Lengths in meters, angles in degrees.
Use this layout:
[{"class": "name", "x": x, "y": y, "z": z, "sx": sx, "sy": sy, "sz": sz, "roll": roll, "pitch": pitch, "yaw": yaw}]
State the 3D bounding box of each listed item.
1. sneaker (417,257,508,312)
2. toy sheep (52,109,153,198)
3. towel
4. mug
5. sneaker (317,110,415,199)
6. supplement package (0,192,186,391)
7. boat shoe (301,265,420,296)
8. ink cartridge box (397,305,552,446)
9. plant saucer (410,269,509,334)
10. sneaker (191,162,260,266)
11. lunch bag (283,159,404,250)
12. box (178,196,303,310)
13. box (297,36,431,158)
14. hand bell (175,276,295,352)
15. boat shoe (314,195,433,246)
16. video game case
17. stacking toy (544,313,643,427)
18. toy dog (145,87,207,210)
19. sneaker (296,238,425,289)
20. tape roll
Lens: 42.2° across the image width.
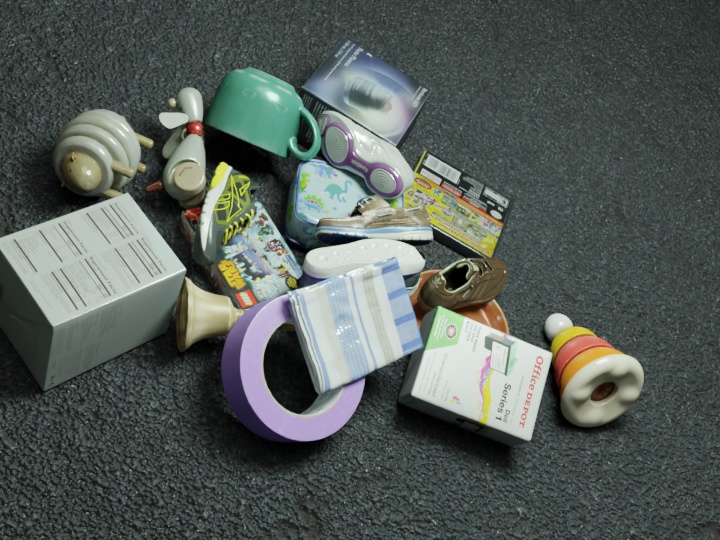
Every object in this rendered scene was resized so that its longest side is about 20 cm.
[{"class": "sneaker", "x": 0.183, "y": 0.014, "z": 1.534, "sx": 0.198, "sy": 0.076, "sz": 0.071, "roll": -23, "pitch": 65, "yaw": -36}, {"class": "toy sheep", "x": -0.396, "y": -0.180, "z": 1.424, "sx": 0.136, "sy": 0.139, "sz": 0.201, "roll": 23, "pitch": 32, "yaw": -7}, {"class": "towel", "x": -0.003, "y": 0.073, "z": 1.312, "sx": 0.198, "sy": 0.024, "sz": 0.149, "roll": -19, "pitch": 94, "yaw": -35}, {"class": "mug", "x": -0.157, "y": -0.264, "z": 1.566, "sx": 0.183, "sy": 0.116, "sz": 0.152, "roll": 21, "pitch": 4, "yaw": -22}, {"class": "sneaker", "x": 0.009, "y": -0.196, "z": 1.579, "sx": 0.200, "sy": 0.075, "sz": 0.099, "roll": 43, "pitch": 31, "yaw": 10}, {"class": "supplement package", "x": -0.367, "y": 0.025, "z": 1.250, "sx": 0.199, "sy": 0.152, "sz": 0.151, "roll": -26, "pitch": 67, "yaw": -38}, {"class": "boat shoe", "x": 0.000, "y": 0.000, "z": 1.488, "sx": 0.197, "sy": 0.068, "sz": 0.072, "roll": 5, "pitch": 47, "yaw": -5}, {"class": "ink cartridge box", "x": 0.175, "y": 0.162, "z": 1.415, "sx": 0.198, "sy": 0.084, "sz": 0.147, "roll": 22, "pitch": 72, "yaw": -8}, {"class": "plant saucer", "x": 0.150, "y": 0.088, "z": 1.531, "sx": 0.197, "sy": 0.032, "sz": 0.202, "roll": 13, "pitch": 49, "yaw": -15}, {"class": "sneaker", "x": -0.201, "y": -0.085, "z": 1.418, "sx": 0.084, "sy": 0.075, "sz": 0.202, "roll": 17, "pitch": 49, "yaw": -10}, {"class": "lunch bag", "x": -0.025, "y": -0.098, "z": 1.563, "sx": 0.197, "sy": 0.083, "sz": 0.162, "roll": 14, "pitch": 50, "yaw": -15}, {"class": "box", "x": -0.179, "y": -0.022, "z": 1.456, "sx": 0.136, "sy": 0.040, "sz": 0.201, "roll": -19, "pitch": 64, "yaw": -34}, {"class": "box", "x": -0.002, "y": -0.292, "z": 1.705, "sx": 0.197, "sy": 0.124, "sz": 0.201, "roll": 32, "pitch": 47, "yaw": -1}, {"class": "hand bell", "x": -0.159, "y": 0.067, "z": 1.339, "sx": 0.197, "sy": 0.105, "sz": 0.105, "roll": 4, "pitch": 52, "yaw": -19}, {"class": "boat shoe", "x": 0.019, "y": -0.077, "z": 1.469, "sx": 0.197, "sy": 0.072, "sz": 0.074, "roll": 1, "pitch": 78, "yaw": -26}, {"class": "video game case", "x": 0.174, "y": -0.115, "z": 1.712, "sx": 0.198, "sy": 0.026, "sz": 0.182, "roll": 30, "pitch": 46, "yaw": -2}, {"class": "stacking toy", "x": 0.363, "y": 0.146, "z": 1.548, "sx": 0.144, "sy": 0.148, "sz": 0.201, "roll": 4, "pitch": 33, "yaw": -22}, {"class": "toy dog", "x": -0.295, "y": -0.188, "z": 1.483, "sx": 0.095, "sy": 0.133, "sz": 0.202, "roll": -3, "pitch": 50, "yaw": -9}, {"class": "sneaker", "x": -0.004, "y": 0.036, "z": 1.426, "sx": 0.197, "sy": 0.148, "sz": 0.081, "roll": -5, "pitch": 35, "yaw": -21}, {"class": "tape roll", "x": -0.091, "y": 0.135, "z": 1.296, "sx": 0.198, "sy": 0.065, "sz": 0.203, "roll": 7, "pitch": 76, "yaw": -31}]
